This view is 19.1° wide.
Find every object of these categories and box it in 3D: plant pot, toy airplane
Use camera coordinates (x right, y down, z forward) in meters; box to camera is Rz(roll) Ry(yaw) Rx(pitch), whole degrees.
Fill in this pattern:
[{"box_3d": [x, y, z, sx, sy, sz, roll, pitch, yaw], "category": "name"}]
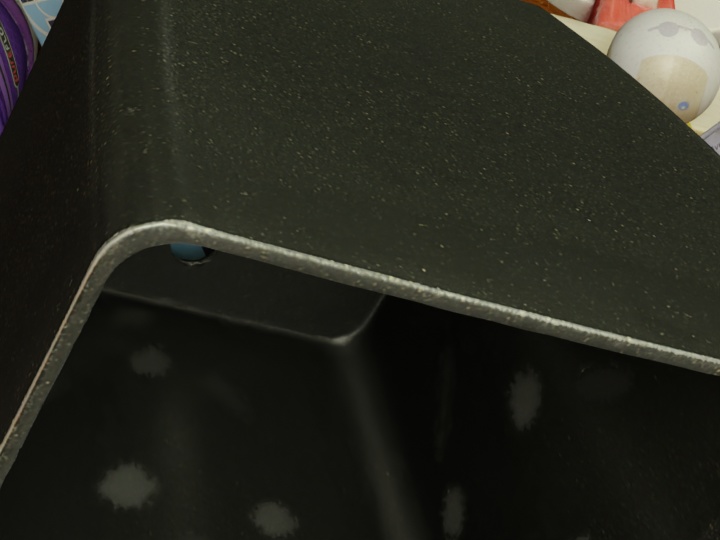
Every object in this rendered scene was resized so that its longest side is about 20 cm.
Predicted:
[{"box_3d": [-0.013, 0.021, 0.535, 0.198, 0.200, 0.178, 14, 39, -25], "category": "plant pot"}, {"box_3d": [0.110, -0.070, 0.852, 0.200, 0.199, 0.141, 59, -20, 12], "category": "toy airplane"}]

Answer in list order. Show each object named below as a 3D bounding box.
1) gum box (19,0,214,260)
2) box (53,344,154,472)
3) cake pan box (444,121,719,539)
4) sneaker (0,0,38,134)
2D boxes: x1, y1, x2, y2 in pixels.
[{"box_3d": [-0.033, -0.126, 0.705, 0.200, 0.044, 0.171, -45, 118, -40], "category": "gum box"}, {"box_3d": [-0.045, 0.057, 0.691, 0.200, 0.044, 0.160, 49, 23, -3], "category": "box"}, {"box_3d": [0.105, 0.059, 0.551, 0.052, 0.200, 0.186, 7, 59, -35], "category": "cake pan box"}, {"box_3d": [-0.175, -0.101, 0.654, 0.199, 0.080, 0.084, 35, 32, -33], "category": "sneaker"}]
